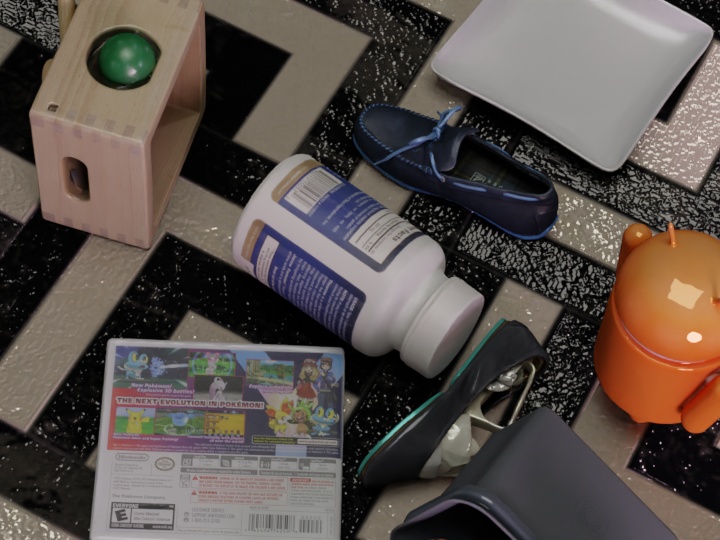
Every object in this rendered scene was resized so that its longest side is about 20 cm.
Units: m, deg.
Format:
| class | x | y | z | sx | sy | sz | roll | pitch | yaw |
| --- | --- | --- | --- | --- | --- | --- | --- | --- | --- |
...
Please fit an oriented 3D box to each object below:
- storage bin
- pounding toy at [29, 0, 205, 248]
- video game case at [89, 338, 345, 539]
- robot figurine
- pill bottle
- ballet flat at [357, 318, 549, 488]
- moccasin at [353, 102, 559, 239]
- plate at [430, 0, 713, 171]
| class | x | y | z | sx | sy | sz | roll | pitch | yaw |
| --- | --- | --- | --- | --- | --- | --- | --- | --- | --- |
| storage bin | 0.140 | 0.213 | 1.569 | 0.200 | 0.145 | 0.135 | 46 | 51 | -7 |
| pounding toy | -0.217 | -0.163 | 1.733 | 0.141 | 0.201 | 0.185 | 15 | 59 | 6 |
| video game case | -0.113 | 0.142 | 1.661 | 0.198 | 0.023 | 0.184 | 2 | 59 | -2 |
| robot figurine | 0.251 | 0.047 | 1.641 | 0.115 | 0.201 | 0.145 | 13 | 58 | 5 |
| pill bottle | 0.000 | 0.000 | 1.703 | 0.199 | 0.111 | 0.111 | 35 | 62 | 16 |
| ballet flat | 0.084 | 0.119 | 1.664 | 0.073 | 0.073 | 0.200 | 38 | 61 | 17 |
| moccasin | 0.088 | -0.103 | 1.796 | 0.198 | 0.068 | 0.081 | 23 | 60 | 10 |
| plate | 0.194 | -0.196 | 1.881 | 0.199 | 0.032 | 0.200 | 31 | 61 | 14 |
